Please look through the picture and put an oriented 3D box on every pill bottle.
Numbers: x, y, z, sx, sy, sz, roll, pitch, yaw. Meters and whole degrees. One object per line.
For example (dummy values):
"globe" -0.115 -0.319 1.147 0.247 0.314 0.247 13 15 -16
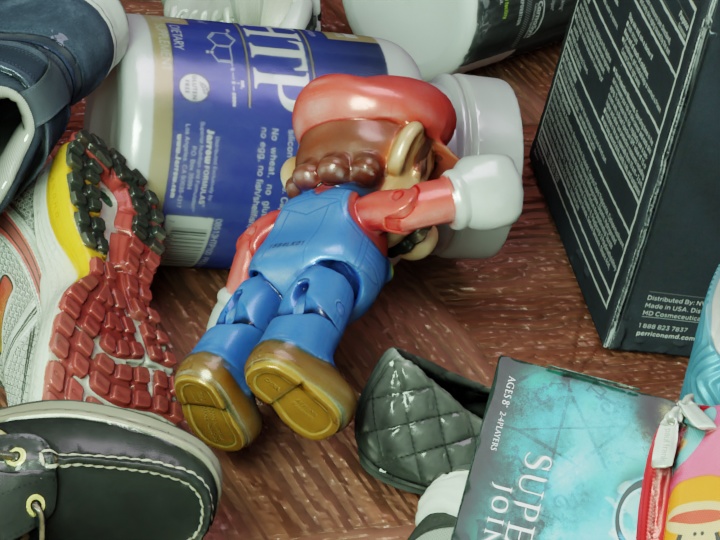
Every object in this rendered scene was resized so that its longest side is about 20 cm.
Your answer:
"pill bottle" -0.029 -0.057 1.300 0.199 0.120 0.120 4 31 -17
"pill bottle" 0.089 -0.180 1.572 0.106 0.107 0.199 33 35 31

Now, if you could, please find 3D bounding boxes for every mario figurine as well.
"mario figurine" 0.000 0.000 1.181 0.123 0.106 0.201 18 52 12

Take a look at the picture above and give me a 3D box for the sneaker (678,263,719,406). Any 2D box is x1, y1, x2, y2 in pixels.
"sneaker" 0.197 0.041 1.209 0.080 0.077 0.200 20 12 21

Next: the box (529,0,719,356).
"box" 0.182 -0.089 1.359 0.122 0.199 0.200 5 31 -13

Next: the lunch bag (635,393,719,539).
"lunch bag" 0.173 0.117 0.945 0.082 0.178 0.199 -6 -15 37

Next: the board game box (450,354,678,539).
"board game box" 0.092 0.139 1.001 0.134 0.028 0.201 14 62 4

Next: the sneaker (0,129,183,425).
"sneaker" -0.129 0.035 1.161 0.078 0.082 0.201 38 31 -33

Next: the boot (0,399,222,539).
"boot" -0.151 0.114 1.004 0.198 0.074 0.151 5 29 -6

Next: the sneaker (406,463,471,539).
"sneaker" 0.100 0.157 1.051 0.199 0.074 0.080 27 63 12

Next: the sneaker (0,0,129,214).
"sneaker" -0.212 -0.058 1.198 0.201 0.077 0.146 -21 24 24

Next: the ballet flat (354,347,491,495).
"ballet flat" 0.094 0.076 1.182 0.199 0.057 0.067 8 27 -17

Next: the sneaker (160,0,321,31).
"sneaker" -0.063 -0.125 1.435 0.080 0.076 0.200 -3 12 -9
